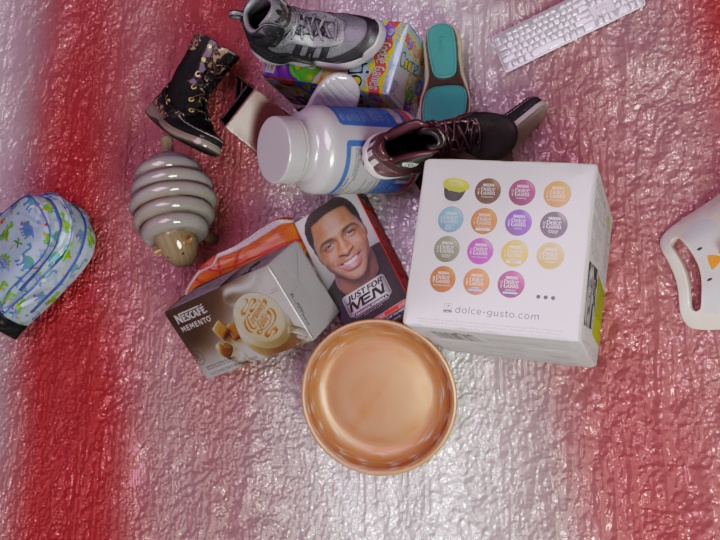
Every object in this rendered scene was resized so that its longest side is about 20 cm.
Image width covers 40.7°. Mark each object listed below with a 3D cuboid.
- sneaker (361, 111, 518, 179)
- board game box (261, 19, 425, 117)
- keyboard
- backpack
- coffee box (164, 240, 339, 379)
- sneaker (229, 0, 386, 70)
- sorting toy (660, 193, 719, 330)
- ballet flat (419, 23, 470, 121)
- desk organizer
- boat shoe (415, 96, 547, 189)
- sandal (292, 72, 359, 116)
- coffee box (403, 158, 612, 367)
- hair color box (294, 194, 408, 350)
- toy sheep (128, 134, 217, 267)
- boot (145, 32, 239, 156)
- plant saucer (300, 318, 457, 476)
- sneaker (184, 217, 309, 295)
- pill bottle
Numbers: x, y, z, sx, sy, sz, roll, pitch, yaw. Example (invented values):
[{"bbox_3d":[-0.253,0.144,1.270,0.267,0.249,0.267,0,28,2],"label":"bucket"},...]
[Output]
[{"bbox_3d":[0.105,-0.150,1.152,0.198,0.115,0.076,-13,90,-9],"label":"sneaker"},{"bbox_3d":[-0.018,-0.284,1.348,0.199,0.105,0.104,13,82,25],"label":"board game box"},{"bbox_3d":[0.275,-0.331,1.292,0.199,0.011,0.057,-24,69,15],"label":"keyboard"},{"bbox_3d":[-0.497,-0.025,1.471,0.199,0.154,0.164,-31,60,-1],"label":"backpack"},{"bbox_3d":[-0.144,0.054,1.271,0.199,0.080,0.115,-21,105,35],"label":"coffee box"},{"bbox_3d":[-0.073,-0.314,1.257,0.198,0.114,0.076,4,79,23],"label":"sneaker"},{"bbox_3d":[0.441,-0.018,1.113,0.179,0.106,0.202,-26,67,35],"label":"sorting toy"},{"bbox_3d":[0.114,-0.236,1.293,0.069,0.070,0.202,-5,62,21],"label":"ballet flat"},{"bbox_3d":[-0.149,-0.212,1.335,0.072,0.077,0.200,-50,21,4],"label":"desk organizer"},{"bbox_3d":[0.154,-0.165,1.269,0.200,0.074,0.061,-42,70,17],"label":"boat shoe"},{"bbox_3d":[-0.053,-0.204,1.330,0.207,0.079,0.060,-52,25,45],"label":"sandal"},{"bbox_3d":[0.181,-0.007,1.143,0.198,0.200,0.200,5,79,21],"label":"coffee box"},{"bbox_3d":[0.000,0.000,1.293,0.101,0.061,0.201,-32,66,13],"label":"hair color box"},{"bbox_3d":[-0.267,-0.100,1.388,0.137,0.138,0.202,-21,70,16],"label":"toy sheep"},{"bbox_3d":[-0.231,-0.259,1.419,0.151,0.073,0.200,-58,38,4],"label":"boot"},{"bbox_3d":[0.024,0.157,1.223,0.198,0.037,0.202,2,99,10],"label":"plant saucer"},{"bbox_3d":[-0.161,0.002,1.355,0.199,0.073,0.078,-31,78,16],"label":"sneaker"},{"bbox_3d":[-0.026,-0.153,1.237,0.112,0.199,0.113,6,97,54],"label":"pill bottle"}]
